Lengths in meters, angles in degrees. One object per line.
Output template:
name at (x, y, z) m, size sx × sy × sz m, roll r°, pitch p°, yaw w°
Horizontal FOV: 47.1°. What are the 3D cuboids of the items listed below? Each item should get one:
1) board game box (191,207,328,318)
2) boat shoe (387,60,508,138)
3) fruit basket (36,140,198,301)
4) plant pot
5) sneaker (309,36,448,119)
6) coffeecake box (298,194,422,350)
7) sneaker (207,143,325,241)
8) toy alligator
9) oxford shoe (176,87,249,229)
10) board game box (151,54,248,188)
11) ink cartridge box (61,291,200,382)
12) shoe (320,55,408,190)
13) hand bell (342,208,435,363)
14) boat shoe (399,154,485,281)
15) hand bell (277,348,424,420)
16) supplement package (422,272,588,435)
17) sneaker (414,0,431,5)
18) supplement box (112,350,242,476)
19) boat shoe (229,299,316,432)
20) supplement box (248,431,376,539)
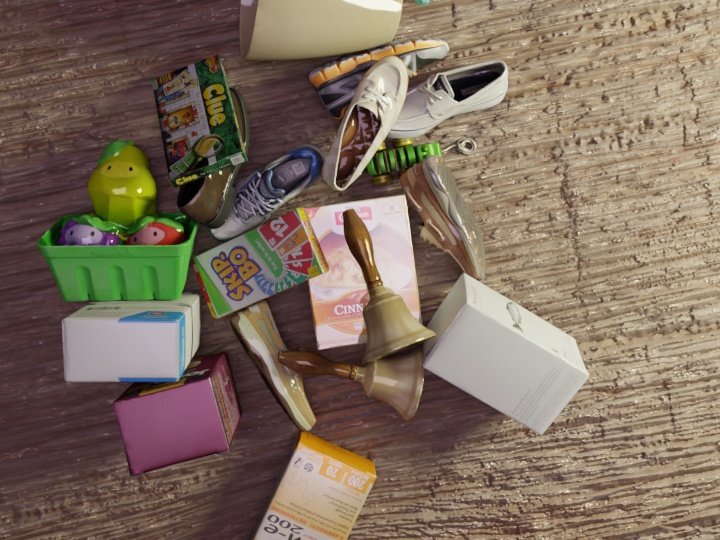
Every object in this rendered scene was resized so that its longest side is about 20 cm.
board game box at (-0.149, -0.006, 1.160) m, size 0.200 × 0.030 × 0.096 m, roll -23°, pitch 88°, yaw 24°
boat shoe at (0.115, -0.245, 1.161) m, size 0.199 × 0.066 × 0.072 m, roll -15°, pitch 69°, yaw -2°
fruit basket at (-0.326, -0.071, 1.134) m, size 0.215 × 0.156 × 0.216 m, roll -1°, pitch 112°, yaw -3°
plant pot at (-0.051, -0.365, 1.111) m, size 0.199 × 0.187 × 0.188 m, roll 4°, pitch 94°, yaw -16°
sneaker at (0.031, -0.278, 1.168) m, size 0.199 × 0.078 × 0.077 m, roll -18°, pitch 108°, yaw 2°
coffeecake box at (0.000, 0.000, 1.183) m, size 0.153 × 0.073 × 0.201 m, roll -8°, pitch 94°, yaw -1°
sneaker at (-0.137, -0.113, 1.161) m, size 0.200 × 0.085 × 0.077 m, roll -39°, pitch 95°, yaw 1°
toy alligator at (0.074, -0.163, 1.182) m, size 0.199 × 0.054 × 0.060 m, roll -12°, pitch 95°, yaw -2°
oxford shoe at (-0.206, -0.165, 1.137) m, size 0.073 × 0.084 × 0.201 m, roll -2°, pitch 74°, yaw 39°
board game box at (-0.221, -0.206, 1.117) m, size 0.104 × 0.023 × 0.200 m, roll -19°, pitch 55°, yaw 0°
ink cartridge box at (-0.299, 0.085, 1.112) m, size 0.145 × 0.200 × 0.085 m, roll 0°, pitch 97°, yaw -3°
shoe at (0.009, -0.196, 1.123) m, size 0.070 × 0.053 × 0.200 m, roll 25°, pitch 102°, yaw -11°
hand bell at (0.016, 0.013, 1.108) m, size 0.104 × 0.104 × 0.201 m, roll -21°, pitch 83°, yaw -1°
boat shoe at (0.120, -0.069, 1.186) m, size 0.072 × 0.076 × 0.200 m, roll -20°, pitch 109°, yaw 25°
hand bell at (-0.019, 0.143, 1.168) m, size 0.199 × 0.104 × 0.105 m, roll 13°, pitch 94°, yaw -9°
supplement package at (0.199, 0.116, 1.166) m, size 0.200 × 0.117 × 0.117 m, roll 30°, pitch 111°, yaw -7°
sneaker at (0.105, -0.474, 1.152) m, size 0.091 × 0.078 × 0.201 m, roll 0°, pitch 96°, yaw -7°
supplement box at (-0.242, 0.188, 1.122) m, size 0.130 × 0.200 × 0.104 m, roll -13°, pitch 95°, yaw -3°
boat shoe at (-0.108, 0.136, 1.195) m, size 0.076 × 0.072 × 0.200 m, roll -31°, pitch 97°, yaw -15°
supplement box at (-0.074, 0.354, 1.207) m, size 0.126 × 0.074 × 0.201 m, roll 24°, pitch 93°, yaw -4°
